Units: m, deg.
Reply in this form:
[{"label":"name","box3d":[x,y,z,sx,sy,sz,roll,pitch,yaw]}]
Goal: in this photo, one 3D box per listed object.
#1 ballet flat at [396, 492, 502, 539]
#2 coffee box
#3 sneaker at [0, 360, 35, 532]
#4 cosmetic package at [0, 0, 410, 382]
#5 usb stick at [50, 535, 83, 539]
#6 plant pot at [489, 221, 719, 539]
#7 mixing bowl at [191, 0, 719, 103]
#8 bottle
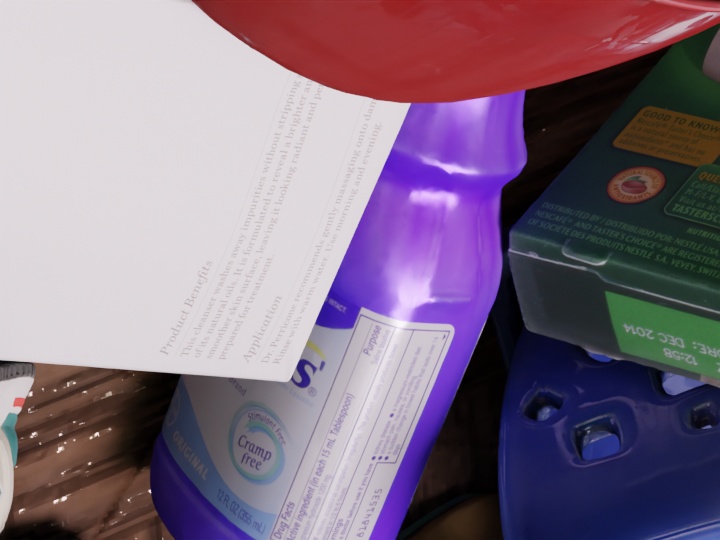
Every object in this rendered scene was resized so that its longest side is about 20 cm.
[{"label":"ballet flat","box3d":[-0.005,0.162,0.888,0.200,0.063,0.069,-43,136,-4]},{"label":"coffee box","box3d":[0.148,-0.042,0.771,0.200,0.123,0.044,-48,139,-34]},{"label":"sneaker","box3d":[-0.125,0.067,0.643,0.070,0.200,0.093,6,90,4]},{"label":"cosmetic package","box3d":[-0.093,-0.041,0.665,0.200,0.081,0.113,10,113,-40]},{"label":"usb stick","box3d":[-0.139,0.130,0.737,0.200,0.033,0.056,-26,128,-53]},{"label":"plant pot","box3d":[0.146,0.070,0.826,0.200,0.180,0.200,-15,133,5]},{"label":"mixing bowl","box3d":[0.009,-0.115,0.633,0.200,0.200,0.108,8,143,-40]},{"label":"bottle","box3d":[0.000,0.000,0.761,0.065,0.084,0.200,3,119,-38]}]
